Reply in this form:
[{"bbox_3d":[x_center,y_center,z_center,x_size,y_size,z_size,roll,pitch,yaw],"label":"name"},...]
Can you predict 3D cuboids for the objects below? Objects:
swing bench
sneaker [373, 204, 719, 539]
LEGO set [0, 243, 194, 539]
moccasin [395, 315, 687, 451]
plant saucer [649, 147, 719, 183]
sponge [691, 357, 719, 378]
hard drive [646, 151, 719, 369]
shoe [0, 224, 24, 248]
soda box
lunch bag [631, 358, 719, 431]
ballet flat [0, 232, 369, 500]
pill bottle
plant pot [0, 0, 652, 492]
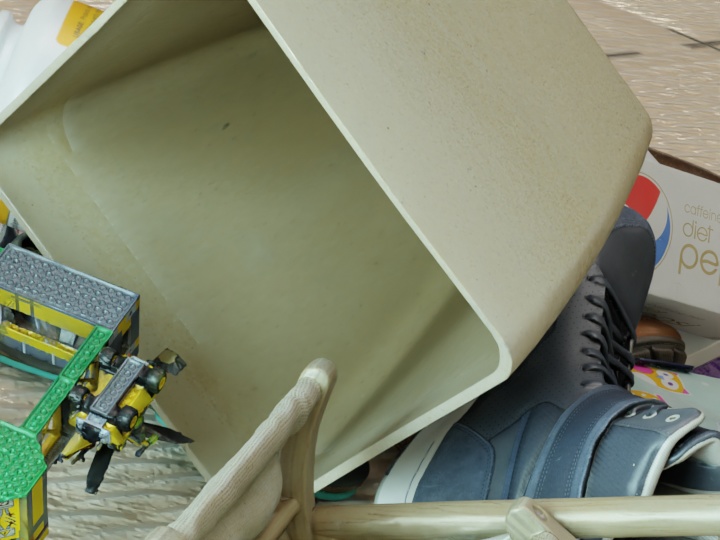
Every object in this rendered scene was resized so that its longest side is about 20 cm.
[{"bbox_3d":[0.033,0.136,0.838,0.200,0.130,0.199,14,18,12],"label":"swing bench"},{"bbox_3d":[0.112,0.052,1.043,0.146,0.077,0.202,0,47,43],"label":"sneaker"},{"bbox_3d":[-0.173,0.057,0.974,0.200,0.116,0.154,15,47,9],"label":"LEGO set"},{"bbox_3d":[0.081,0.051,1.228,0.201,0.074,0.078,-12,40,-38],"label":"moccasin"},{"bbox_3d":[0.147,-0.042,1.515,0.200,0.037,0.200,14,17,-4],"label":"plant saucer"},{"bbox_3d":[0.188,0.014,1.486,0.111,0.030,0.200,21,18,16],"label":"sponge"},{"bbox_3d":[0.125,-0.026,1.380,0.132,0.025,0.200,-22,64,-38],"label":"hard drive"},{"bbox_3d":[-0.137,-0.039,1.291,0.091,0.072,0.200,17,21,-14],"label":"shoe"},{"bbox_3d":[0.138,-0.015,1.257,0.200,0.068,0.064,14,-12,-39],"label":"soda box"},{"bbox_3d":[0.183,0.109,1.118,0.160,0.077,0.200,9,19,-22],"label":"lunch bag"},{"bbox_3d":[-0.083,0.036,1.118,0.200,0.069,0.068,21,20,14],"label":"ballet flat"},{"bbox_3d":[-0.108,-0.058,1.167,0.200,0.109,0.109,20,17,-6],"label":"pill bottle"},{"bbox_3d":[0.000,-0.046,1.033,0.177,0.200,0.200,-36,90,-41],"label":"plant pot"}]
